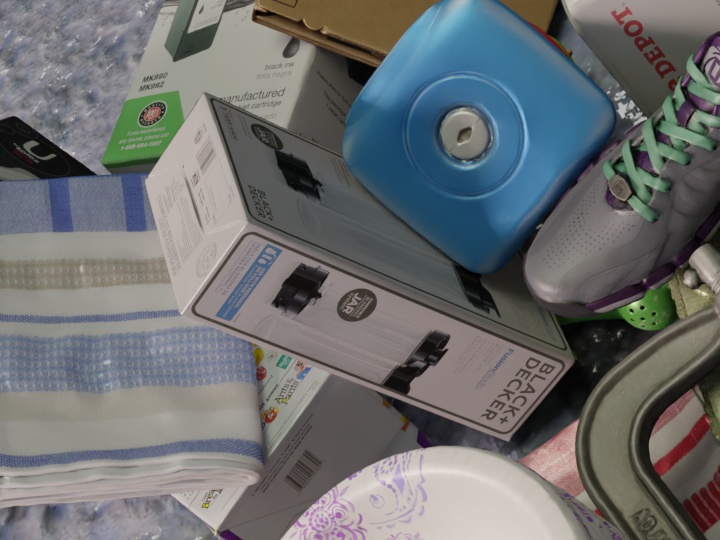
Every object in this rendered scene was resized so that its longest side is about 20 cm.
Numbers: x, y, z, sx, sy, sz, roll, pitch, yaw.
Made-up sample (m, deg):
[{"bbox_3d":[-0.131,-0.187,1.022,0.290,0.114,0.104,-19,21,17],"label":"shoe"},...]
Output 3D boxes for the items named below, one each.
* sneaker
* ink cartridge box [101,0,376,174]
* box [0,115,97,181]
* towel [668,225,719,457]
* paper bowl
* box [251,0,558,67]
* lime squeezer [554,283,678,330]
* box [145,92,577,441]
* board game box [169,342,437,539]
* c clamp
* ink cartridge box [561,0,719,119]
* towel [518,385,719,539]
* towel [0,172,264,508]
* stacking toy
[{"bbox_3d":[0.146,-0.065,0.977,0.200,0.088,0.074,-39,53,-2],"label":"sneaker"},{"bbox_3d":[-0.053,-0.132,1.303,0.145,0.084,0.201,-6,55,36],"label":"ink cartridge box"},{"bbox_3d":[-0.215,0.000,1.220,0.106,0.122,0.200,-56,-7,20],"label":"box"},{"bbox_3d":[0.212,-0.002,0.987,0.148,0.037,0.201,-22,54,12],"label":"towel"},{"bbox_3d":[0.042,0.185,0.915,0.200,0.104,0.201,-23,49,30],"label":"paper bowl"},{"bbox_3d":[0.046,-0.201,1.248,0.163,0.021,0.201,20,66,1],"label":"box"},{"bbox_3d":[0.163,-0.007,1.074,0.200,0.038,0.071,-37,10,13],"label":"lime squeezer"},{"bbox_3d":[0.000,0.000,1.060,0.060,0.199,0.117,-54,34,23],"label":"box"},{"bbox_3d":[-0.070,0.076,1.142,0.105,0.103,0.200,-53,42,-6],"label":"board game box"},{"bbox_3d":[0.181,0.073,0.926,0.171,0.027,0.200,-34,59,9],"label":"c clamp"},{"bbox_3d":[0.209,-0.161,1.062,0.200,0.145,0.084,-31,43,17],"label":"ink cartridge box"},{"bbox_3d":[0.131,0.140,0.987,0.144,0.023,0.200,-41,42,9],"label":"towel"},{"bbox_3d":[-0.127,0.028,1.070,0.146,0.024,0.201,-3,51,-8],"label":"towel"},{"bbox_3d":[0.079,-0.088,1.114,0.116,0.110,0.200,-52,-5,22],"label":"stacking toy"}]
